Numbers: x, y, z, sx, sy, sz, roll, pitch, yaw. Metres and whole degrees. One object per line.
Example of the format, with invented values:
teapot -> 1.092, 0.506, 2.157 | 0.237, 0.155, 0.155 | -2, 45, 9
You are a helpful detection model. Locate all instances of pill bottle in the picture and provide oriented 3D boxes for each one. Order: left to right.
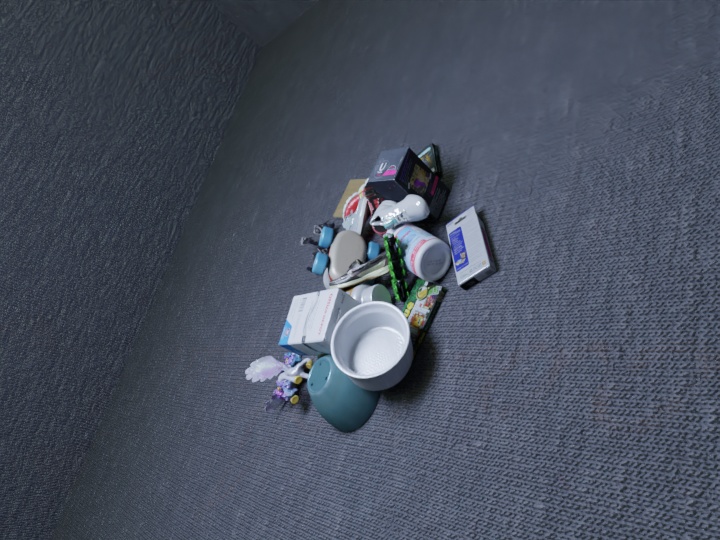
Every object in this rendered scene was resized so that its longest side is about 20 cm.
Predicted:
pill bottle -> -0.010, 0.100, 1.453 | 0.197, 0.110, 0.114 | -19, 50, 44
pill bottle -> 0.144, -0.056, 1.377 | 0.110, 0.108, 0.199 | -56, 34, 2

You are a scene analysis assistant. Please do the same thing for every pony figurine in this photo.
pony figurine -> -0.218, 0.320, 1.547 | 0.191, 0.170, 0.198 | -34, 23, -23

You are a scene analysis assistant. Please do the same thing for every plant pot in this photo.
plant pot -> -0.060, 0.294, 1.349 | 0.198, 0.133, 0.205 | -31, 42, 33

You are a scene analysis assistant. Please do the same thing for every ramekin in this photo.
ramekin -> 0.034, 0.186, 1.252 | 0.194, 0.099, 0.205 | -11, 51, 14

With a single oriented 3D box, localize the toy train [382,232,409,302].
toy train -> 0.091, -0.009, 1.355 | 0.041, 0.205, 0.057 | -19, 31, -8

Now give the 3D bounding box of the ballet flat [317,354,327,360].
ballet flat -> -0.107, 0.221, 1.547 | 0.061, 0.068, 0.202 | -23, 43, -1

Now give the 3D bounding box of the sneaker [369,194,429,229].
sneaker -> 0.100, -0.143, 1.384 | 0.088, 0.076, 0.198 | -43, 22, -26

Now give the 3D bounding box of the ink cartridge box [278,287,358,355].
ink cartridge box -> -0.112, 0.140, 1.384 | 0.197, 0.083, 0.148 | -12, 54, 46

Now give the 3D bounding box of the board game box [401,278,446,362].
board game box -> 0.138, 0.124, 1.325 | 0.104, 0.023, 0.204 | 15, 76, 57

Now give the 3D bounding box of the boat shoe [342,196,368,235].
boat shoe -> -0.025, -0.135, 1.626 | 0.070, 0.069, 0.207 | -49, -24, -72

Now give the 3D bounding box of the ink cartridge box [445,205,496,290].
ink cartridge box -> 0.268, -0.059, 1.286 | 0.094, 0.037, 0.204 | -35, 43, 32

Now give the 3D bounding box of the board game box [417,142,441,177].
board game box -> 0.159, -0.285, 1.604 | 0.198, 0.028, 0.138 | -35, 41, 33

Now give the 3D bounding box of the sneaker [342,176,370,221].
sneaker -> 0.016, -0.218, 1.665 | 0.202, 0.076, 0.085 | -53, 38, 15

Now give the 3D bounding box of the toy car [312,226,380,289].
toy car -> -0.059, -0.003, 1.588 | 0.201, 0.179, 0.181 | 121, 163, -58

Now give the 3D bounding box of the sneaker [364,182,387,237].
sneaker -> 0.056, -0.191, 1.588 | 0.071, 0.087, 0.206 | -8, 69, 10

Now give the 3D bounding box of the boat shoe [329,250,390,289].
boat shoe -> 0.000, 0.000, 1.433 | 0.195, 0.067, 0.073 | -19, 1, 9

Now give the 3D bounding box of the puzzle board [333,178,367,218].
puzzle board -> -0.008, -0.245, 1.801 | 0.198, 0.017, 0.154 | 11, 72, 54

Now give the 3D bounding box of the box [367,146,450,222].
box -> 0.134, -0.232, 1.441 | 0.121, 0.199, 0.108 | 7, 65, 53

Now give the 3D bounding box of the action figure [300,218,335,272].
action figure -> -0.141, -0.101, 1.787 | 0.118, 0.100, 0.205 | -38, 39, 45
